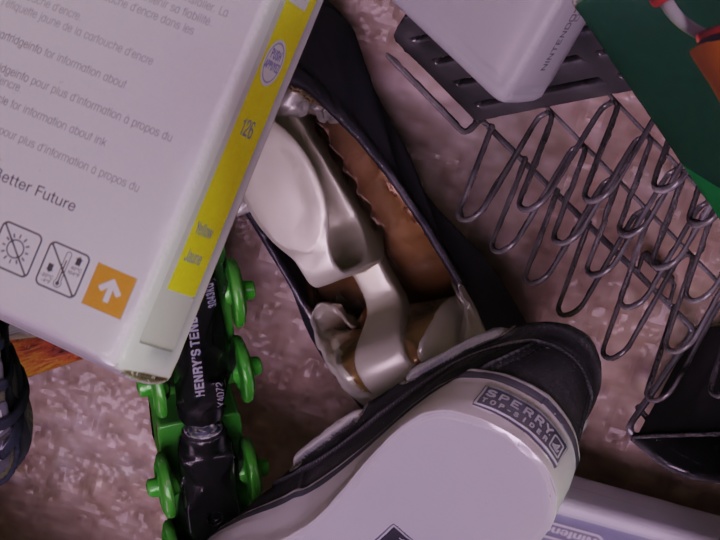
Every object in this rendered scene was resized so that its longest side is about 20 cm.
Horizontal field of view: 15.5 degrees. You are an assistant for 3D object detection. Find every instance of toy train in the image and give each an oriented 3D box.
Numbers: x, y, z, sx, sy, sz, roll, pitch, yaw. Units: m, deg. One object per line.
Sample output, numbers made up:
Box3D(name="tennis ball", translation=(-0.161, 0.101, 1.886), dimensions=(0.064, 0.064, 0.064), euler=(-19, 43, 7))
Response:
Box3D(name="toy train", translation=(-0.053, 0.068, 0.888), dimensions=(0.042, 0.056, 0.200), euler=(-9, 124, -9))

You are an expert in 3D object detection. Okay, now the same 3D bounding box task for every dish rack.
Box3D(name="dish rack", translation=(0.100, -0.014, 0.778), dimensions=(0.153, 0.055, 0.200), euler=(-9, 136, 49))

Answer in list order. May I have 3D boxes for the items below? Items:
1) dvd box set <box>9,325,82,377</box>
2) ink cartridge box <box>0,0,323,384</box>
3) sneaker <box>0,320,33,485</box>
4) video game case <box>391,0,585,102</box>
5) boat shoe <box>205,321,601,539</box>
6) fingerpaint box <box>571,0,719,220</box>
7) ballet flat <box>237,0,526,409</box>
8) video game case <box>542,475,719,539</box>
Box3D(name="dvd box set", translation=(-0.200, -0.010, 0.901), dimensions=(0.200, 0.029, 0.147), euler=(-17, 110, 19))
Box3D(name="ink cartridge box", translation=(-0.103, -0.099, 0.713), dimensions=(0.197, 0.047, 0.200), euler=(23, 88, 19))
Box3D(name="sneaker", translation=(-0.129, 0.020, 0.800), dimensions=(0.081, 0.074, 0.200), euler=(22, 125, -21))
Box3D(name="video game case", translation=(0.022, -0.177, 0.717), dimensions=(0.200, 0.024, 0.182), euler=(46, 122, 28))
Box3D(name="boat shoe", translation=(0.004, 0.078, 0.827), dimensions=(0.072, 0.068, 0.200), euler=(41, 133, -4))
Box3D(name="fingerpaint box", translation=(0.158, -0.061, 0.682), dimensions=(0.073, 0.200, 0.167), euler=(-24, 109, 39))
Box3D(name="ballet flat", translation=(0.000, 0.000, 0.847), dimensions=(0.073, 0.073, 0.200), euler=(-22, 111, 20))
Box3D(name="video game case", translation=(0.092, 0.160, 0.915), dimensions=(0.200, 0.023, 0.182), euler=(16, 119, -11))
